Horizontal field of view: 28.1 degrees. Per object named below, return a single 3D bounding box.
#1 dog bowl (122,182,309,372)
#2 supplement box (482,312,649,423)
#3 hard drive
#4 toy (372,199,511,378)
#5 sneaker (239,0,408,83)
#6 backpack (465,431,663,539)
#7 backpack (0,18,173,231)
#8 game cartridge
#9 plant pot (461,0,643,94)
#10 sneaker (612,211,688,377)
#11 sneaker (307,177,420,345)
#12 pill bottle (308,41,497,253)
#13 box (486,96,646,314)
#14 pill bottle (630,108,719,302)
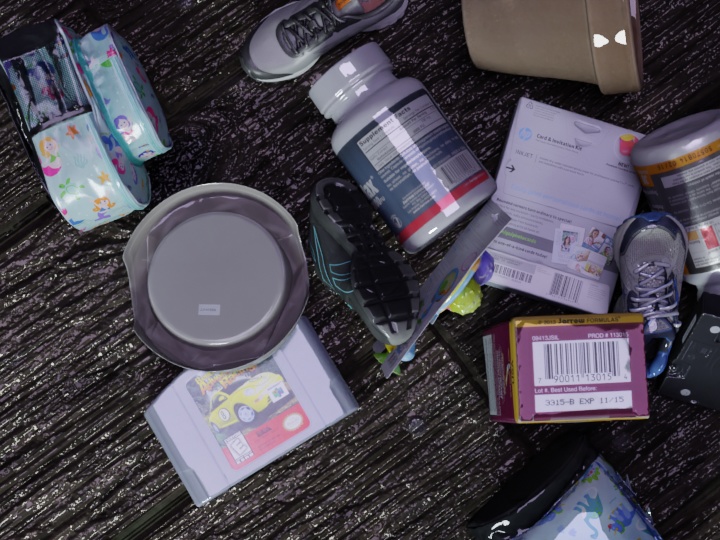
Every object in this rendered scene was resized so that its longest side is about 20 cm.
[{"bbox_3d":[-0.146,0.014,1.484,0.198,0.059,0.202,-1,72,4],"label":"dog bowl"},{"bbox_3d":[0.200,0.100,1.438,0.130,0.200,0.104,-3,85,-3],"label":"supplement box"},{"bbox_3d":[0.423,0.100,1.484,0.199,0.140,0.038,15,48,0],"label":"hard drive"},{"bbox_3d":[0.093,0.026,1.471,0.047,0.115,0.200,40,96,-13],"label":"toy"},{"bbox_3d":[-0.040,-0.267,1.526,0.199,0.079,0.074,-29,88,-4],"label":"sneaker"},{"bbox_3d":[0.235,0.290,1.463,0.163,0.154,0.201,-37,100,-12],"label":"backpack"},{"bbox_3d":[-0.275,-0.146,1.456,0.149,0.178,0.201,-17,89,1],"label":"backpack"},{"bbox_3d":[-0.118,0.138,1.505,0.199,0.041,0.134,-32,83,-5],"label":"game cartridge"},{"bbox_3d":[0.198,-0.278,1.495,0.173,0.200,0.202,-4,84,14],"label":"plant pot"},{"bbox_3d":[0.297,0.029,1.449,0.076,0.201,0.086,-6,43,4],"label":"sneaker"},{"bbox_3d":[0.000,0.000,1.473,0.075,0.079,0.201,-6,55,-29],"label":"sneaker"},{"bbox_3d":[0.039,-0.130,1.495,0.119,0.120,0.201,-36,86,-5],"label":"pill bottle"},{"bbox_3d":[0.213,-0.066,1.536,0.155,0.041,0.201,16,85,-1],"label":"box"},{"bbox_3d":[0.365,-0.056,1.490,0.116,0.116,0.201,-24,101,-5],"label":"pill bottle"}]
